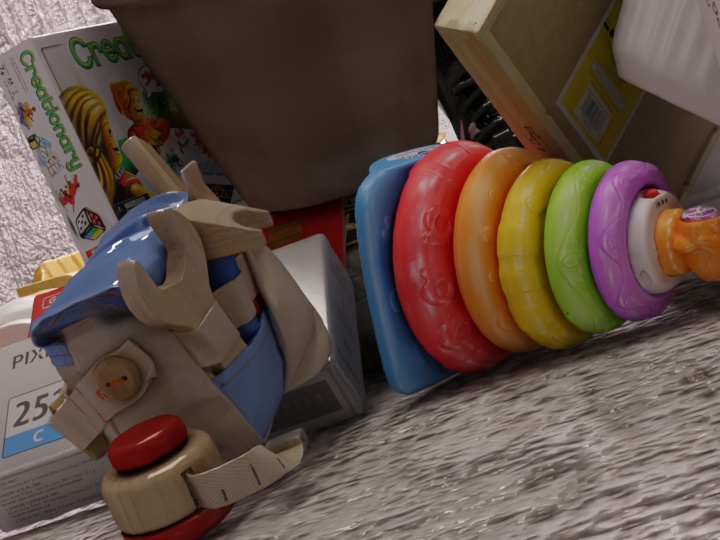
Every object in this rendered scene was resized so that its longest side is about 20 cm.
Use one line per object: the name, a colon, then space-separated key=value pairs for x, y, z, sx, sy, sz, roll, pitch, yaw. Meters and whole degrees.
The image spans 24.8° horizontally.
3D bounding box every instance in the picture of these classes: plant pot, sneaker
plant pot: x=-0.037 y=-0.135 z=0.899 sx=0.199 sy=0.174 sz=0.200 roll=-18 pitch=19 yaw=7
sneaker: x=0.095 y=-0.077 z=0.975 sx=0.080 sy=0.201 sz=0.086 roll=-29 pitch=9 yaw=16

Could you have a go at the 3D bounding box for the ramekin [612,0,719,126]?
ramekin: x=0.204 y=-0.097 z=0.728 sx=0.202 sy=0.095 sz=0.202 roll=24 pitch=11 yaw=-5

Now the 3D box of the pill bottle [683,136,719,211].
pill bottle: x=0.164 y=-0.107 z=0.935 sx=0.113 sy=0.201 sz=0.113 roll=-20 pitch=3 yaw=1

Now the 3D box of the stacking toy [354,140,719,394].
stacking toy: x=0.103 y=-0.009 z=0.725 sx=0.199 sy=0.110 sz=0.116 roll=-3 pitch=10 yaw=39

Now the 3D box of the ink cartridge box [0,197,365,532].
ink cartridge box: x=-0.101 y=0.029 z=0.847 sx=0.199 sy=0.045 sz=0.177 roll=-19 pitch=41 yaw=12

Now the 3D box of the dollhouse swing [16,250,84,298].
dollhouse swing: x=-0.160 y=0.010 z=1.486 sx=0.176 sy=0.182 sz=0.200 roll=-42 pitch=-10 yaw=31

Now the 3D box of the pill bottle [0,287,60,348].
pill bottle: x=-0.233 y=0.072 z=1.217 sx=0.111 sy=0.112 sz=0.200 roll=-20 pitch=3 yaw=-1

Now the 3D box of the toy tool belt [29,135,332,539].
toy tool belt: x=-0.086 y=0.020 z=0.674 sx=0.124 sy=0.123 sz=0.200 roll=-22 pitch=15 yaw=11

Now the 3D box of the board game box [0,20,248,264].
board game box: x=-0.117 y=-0.080 z=0.932 sx=0.035 sy=0.127 sz=0.200 roll=-24 pitch=4 yaw=26

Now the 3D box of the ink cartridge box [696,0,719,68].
ink cartridge box: x=0.238 y=-0.087 z=0.583 sx=0.199 sy=0.147 sz=0.083 roll=-21 pitch=4 yaw=2

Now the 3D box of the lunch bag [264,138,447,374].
lunch bag: x=0.000 y=0.000 z=0.952 sx=0.163 sy=0.118 sz=0.200 roll=-22 pitch=8 yaw=2

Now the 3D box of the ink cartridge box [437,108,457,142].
ink cartridge box: x=0.138 y=-0.111 z=1.063 sx=0.199 sy=0.037 sz=0.095 roll=-6 pitch=50 yaw=29

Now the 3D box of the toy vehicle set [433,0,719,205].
toy vehicle set: x=0.120 y=-0.105 z=0.791 sx=0.026 sy=0.200 sz=0.125 roll=17 pitch=70 yaw=42
